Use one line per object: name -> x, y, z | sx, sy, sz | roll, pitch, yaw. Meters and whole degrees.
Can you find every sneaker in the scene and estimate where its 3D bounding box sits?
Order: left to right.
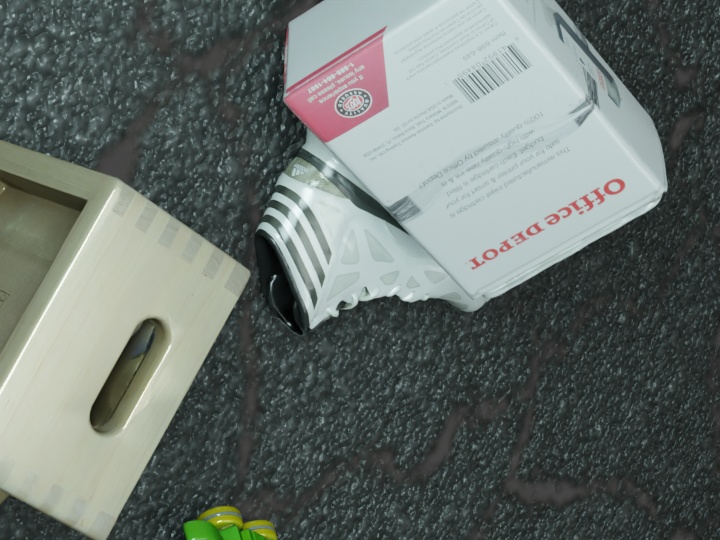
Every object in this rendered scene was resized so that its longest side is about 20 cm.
sneaker -> 0.000, 0.000, 1.428 | 0.116, 0.076, 0.200 | -54, 133, -3

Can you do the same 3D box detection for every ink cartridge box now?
ink cartridge box -> 0.069, -0.095, 1.327 | 0.200, 0.145, 0.085 | 46, 26, -31

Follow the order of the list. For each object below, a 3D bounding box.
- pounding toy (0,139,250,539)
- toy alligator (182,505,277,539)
pounding toy -> -0.174, 0.055, 1.165 | 0.142, 0.184, 0.201 | 35, 79, -39
toy alligator -> -0.069, 0.201, 1.447 | 0.054, 0.060, 0.200 | -30, 148, 20
